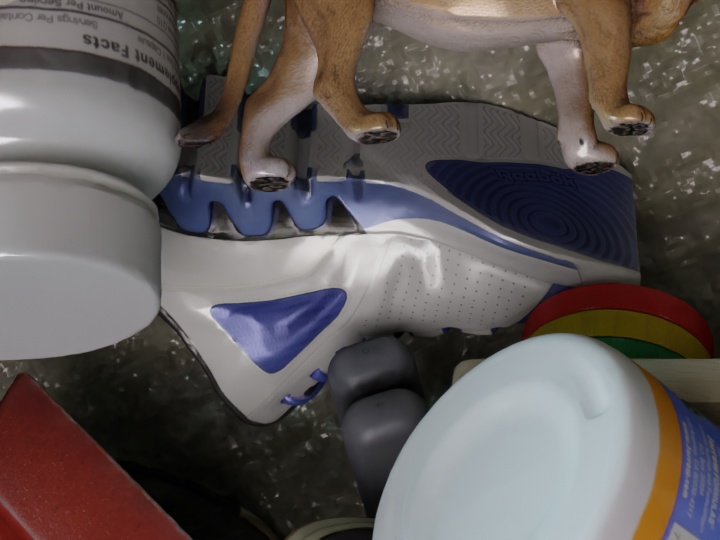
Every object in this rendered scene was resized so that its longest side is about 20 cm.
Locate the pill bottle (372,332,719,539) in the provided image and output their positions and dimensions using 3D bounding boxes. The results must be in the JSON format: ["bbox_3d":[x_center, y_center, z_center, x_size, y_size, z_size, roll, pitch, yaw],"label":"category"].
[{"bbox_3d":[0.108,0.114,0.906,0.112,0.112,0.200,-38,126,23],"label":"pill bottle"}]

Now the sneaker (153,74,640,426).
[{"bbox_3d":[-0.001,0.000,1.037,0.199,0.081,0.115,10,129,-1],"label":"sneaker"}]

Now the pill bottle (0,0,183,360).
[{"bbox_3d":[-0.117,-0.079,0.944,0.114,0.114,0.200,-9,69,14],"label":"pill bottle"}]

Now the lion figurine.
[{"bbox_3d":[0.035,-0.095,0.945,0.200,0.072,0.123,-1,72,-10],"label":"lion figurine"}]

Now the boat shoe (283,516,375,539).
[{"bbox_3d":[0.053,0.139,0.969,0.200,0.065,0.072,32,74,-34],"label":"boat shoe"}]

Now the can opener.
[{"bbox_3d":[0.012,0.108,1.047,0.066,0.053,0.200,-14,136,-5],"label":"can opener"}]

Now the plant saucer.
[{"bbox_3d":[-0.086,0.167,1.013,0.037,0.200,0.200,-19,126,-28],"label":"plant saucer"}]

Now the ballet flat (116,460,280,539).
[{"bbox_3d":[-0.124,0.097,1.118,0.200,0.057,0.067,12,101,-1],"label":"ballet flat"}]

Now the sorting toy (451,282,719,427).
[{"bbox_3d":[0.144,0.076,1.000,0.200,0.070,0.199,0,142,11],"label":"sorting toy"}]

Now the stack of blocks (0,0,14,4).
[{"bbox_3d":[-0.166,-0.101,0.866,0.200,0.059,0.115,-22,68,0],"label":"stack of blocks"}]
